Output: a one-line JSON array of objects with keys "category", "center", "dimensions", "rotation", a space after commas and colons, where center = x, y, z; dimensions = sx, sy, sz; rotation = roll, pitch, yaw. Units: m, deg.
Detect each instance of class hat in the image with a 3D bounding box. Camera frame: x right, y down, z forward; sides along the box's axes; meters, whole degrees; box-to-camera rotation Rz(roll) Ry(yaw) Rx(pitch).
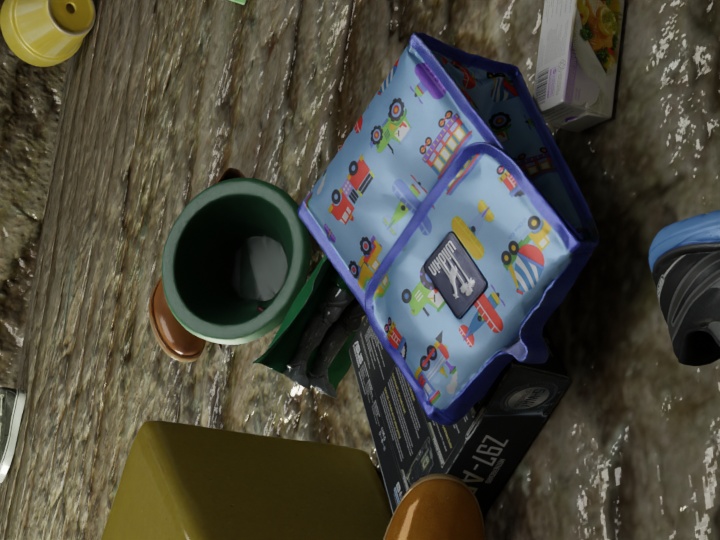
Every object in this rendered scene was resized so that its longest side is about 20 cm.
[{"category": "hat", "center": [-0.097, 0.006, 1.260], "dimensions": [0.199, 0.176, 0.167], "rotation": [10, 83, 30]}]

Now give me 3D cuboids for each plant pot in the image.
[{"category": "plant pot", "center": [-0.736, -0.608, 2.910], "dimensions": [0.188, 0.200, 0.202], "rotation": [-7, 70, 49]}, {"category": "plant pot", "center": [-0.072, 0.251, 0.850], "dimensions": [0.200, 0.193, 0.197], "rotation": [50, 123, 57]}]

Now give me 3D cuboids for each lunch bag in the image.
[{"category": "lunch bag", "center": [0.063, -0.017, 0.732], "dimensions": [0.151, 0.094, 0.201], "rotation": [-54, 44, 30]}]

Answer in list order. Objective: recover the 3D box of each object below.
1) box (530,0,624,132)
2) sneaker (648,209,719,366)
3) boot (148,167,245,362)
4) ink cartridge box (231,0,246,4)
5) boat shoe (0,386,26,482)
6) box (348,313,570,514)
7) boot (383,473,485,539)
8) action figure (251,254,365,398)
[{"category": "box", "center": [0.145, -0.190, 0.771], "dimensions": [0.041, 0.038, 0.201], "rotation": [-18, 61, 64]}, {"category": "sneaker", "center": [0.199, 0.007, 0.512], "dimensions": [0.199, 0.070, 0.083], "rotation": [160, 107, -65]}, {"category": "boot", "center": [-0.178, -0.008, 1.405], "dimensions": [0.155, 0.076, 0.201], "rotation": [-44, 32, 46]}, {"category": "ink cartridge box", "center": [-0.226, -0.454, 1.584], "dimensions": [0.146, 0.199, 0.088], "rotation": [-65, 25, 25]}, {"category": "boat shoe", "center": [-0.766, 0.348, 2.577], "dimensions": [0.071, 0.063, 0.201], "rotation": [-7, 71, 66]}, {"category": "box", "center": [0.057, 0.062, 0.828], "dimensions": [0.161, 0.043, 0.200], "rotation": [-63, 26, 29]}, {"category": "boot", "center": [0.041, 0.231, 0.690], "dimensions": [0.144, 0.070, 0.203], "rotation": [-98, 17, -83]}, {"category": "action figure", "center": [0.000, 0.000, 0.952], "dimensions": [0.054, 0.118, 0.201], "rotation": [26, 90, 31]}]
